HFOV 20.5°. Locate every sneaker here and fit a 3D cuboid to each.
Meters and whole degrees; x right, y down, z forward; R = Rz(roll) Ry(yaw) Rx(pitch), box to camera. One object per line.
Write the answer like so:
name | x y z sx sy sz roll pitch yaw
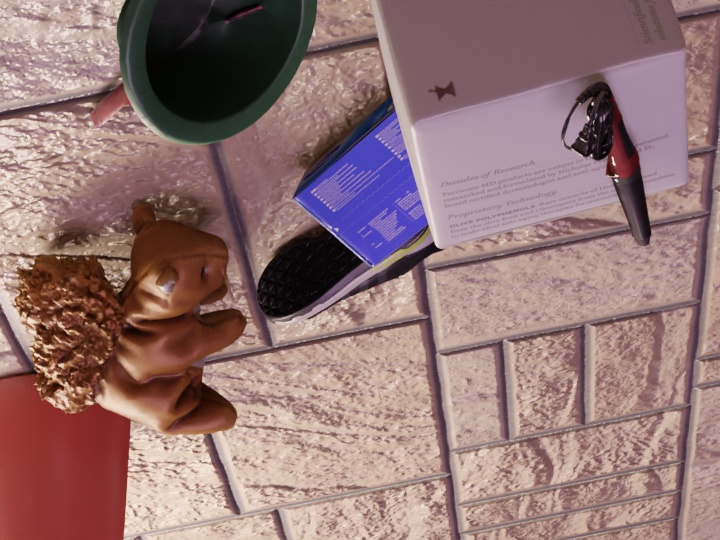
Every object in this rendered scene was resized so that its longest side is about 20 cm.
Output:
sneaker | 0.000 0.000 1.773 0.199 0.072 0.083 -28 146 26

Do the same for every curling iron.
curling iron | 0.175 -0.068 1.372 0.050 0.025 0.200 -53 151 -10

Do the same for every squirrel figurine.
squirrel figurine | -0.197 0.038 1.716 0.198 0.142 0.187 -4 142 -16

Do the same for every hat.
hat | -0.152 -0.194 1.463 0.165 0.176 0.201 32 92 -46

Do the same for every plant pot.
plant pot | -0.312 0.224 1.935 0.198 0.179 0.201 -8 148 -5

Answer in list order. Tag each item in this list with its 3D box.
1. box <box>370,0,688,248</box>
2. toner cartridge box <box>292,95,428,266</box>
box | 0.116 -0.160 1.426 0.198 0.201 0.172 -15 149 2
toner cartridge box | 0.043 -0.092 1.626 0.095 0.043 0.200 41 129 -14
